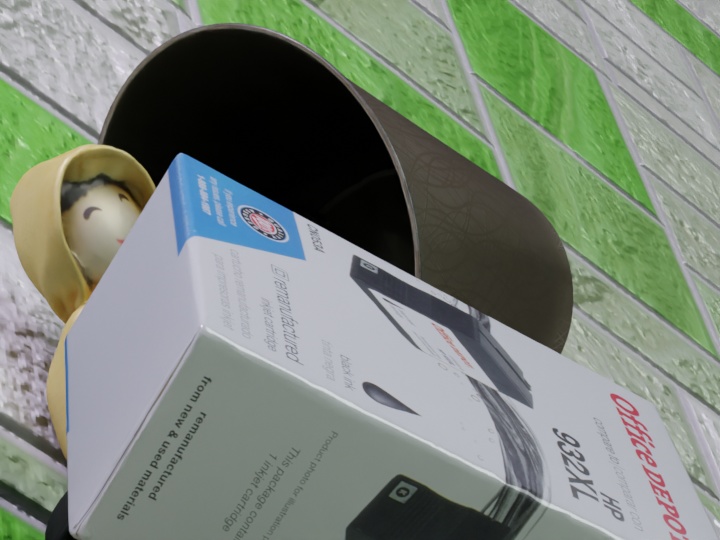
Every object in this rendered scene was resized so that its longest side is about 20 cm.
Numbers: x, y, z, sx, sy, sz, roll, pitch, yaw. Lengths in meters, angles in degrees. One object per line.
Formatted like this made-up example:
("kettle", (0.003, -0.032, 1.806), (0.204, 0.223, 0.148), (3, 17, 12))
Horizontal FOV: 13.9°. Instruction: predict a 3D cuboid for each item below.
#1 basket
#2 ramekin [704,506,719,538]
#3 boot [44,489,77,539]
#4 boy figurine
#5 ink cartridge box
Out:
("basket", (0.000, 0.000, 1.229), (0.200, 0.136, 0.181), (16, 46, -63))
("ramekin", (0.095, 0.154, 1.166), (0.202, 0.094, 0.203), (39, 20, -18))
("boot", (-0.012, 0.156, 0.946), (0.211, 0.080, 0.158), (27, 18, -22))
("boy figurine", (-0.058, 0.039, 1.079), (0.124, 0.064, 0.200), (-23, 73, -34))
("ink cartridge box", (0.010, 0.063, 0.961), (0.200, 0.084, 0.145), (28, 17, -17))
